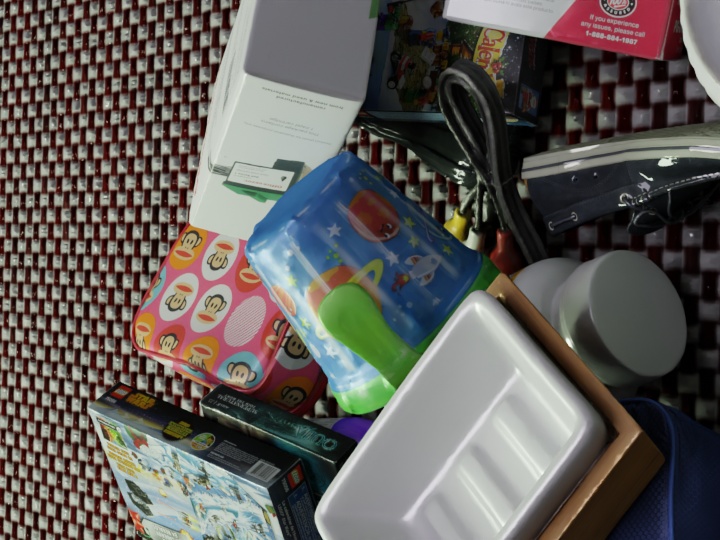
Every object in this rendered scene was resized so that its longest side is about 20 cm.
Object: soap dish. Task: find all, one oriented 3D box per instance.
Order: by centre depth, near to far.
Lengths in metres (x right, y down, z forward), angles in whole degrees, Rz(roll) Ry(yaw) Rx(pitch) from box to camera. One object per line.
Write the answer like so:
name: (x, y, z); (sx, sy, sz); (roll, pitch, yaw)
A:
soap dish: (0.074, 0.126, 1.042); (0.200, 0.081, 0.157); (-55, 41, 15)

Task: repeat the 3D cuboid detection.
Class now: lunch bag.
lunch bag: (0.155, 0.165, 1.101); (0.200, 0.132, 0.136); (-13, 63, 46)
lunch bag: (-0.082, 0.014, 1.431); (0.200, 0.082, 0.176); (19, 80, 51)

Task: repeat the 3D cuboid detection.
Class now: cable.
cable: (0.085, -0.044, 1.205); (0.097, 0.050, 0.200); (38, 154, 35)

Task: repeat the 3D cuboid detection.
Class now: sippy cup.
sippy cup: (0.000, 0.000, 1.152); (0.130, 0.140, 0.178); (48, 158, -12)

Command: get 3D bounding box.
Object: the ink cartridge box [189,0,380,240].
ink cartridge box: (-0.052, -0.127, 1.227); (0.200, 0.084, 0.146); (118, 163, -59)

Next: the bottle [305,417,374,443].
bottle: (-0.003, 0.149, 1.346); (0.200, 0.084, 0.065); (-9, 46, 52)

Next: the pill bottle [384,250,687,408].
pill bottle: (0.113, 0.057, 1.176); (0.200, 0.113, 0.113); (-29, 66, 48)

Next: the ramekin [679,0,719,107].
ramekin: (0.267, -0.146, 0.954); (0.200, 0.105, 0.200); (-12, 72, 38)

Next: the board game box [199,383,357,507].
board game box: (-0.043, 0.185, 1.338); (0.135, 0.028, 0.200); (19, 136, 36)

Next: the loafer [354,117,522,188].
loafer: (0.045, -0.122, 1.310); (0.200, 0.068, 0.070); (33, 107, 42)

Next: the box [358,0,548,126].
box: (0.068, -0.202, 1.242); (0.136, 0.038, 0.200); (4, 83, 32)

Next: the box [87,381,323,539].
box: (-0.109, 0.171, 1.336); (0.200, 0.040, 0.137); (19, 136, 40)

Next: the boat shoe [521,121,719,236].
boat shoe: (0.187, -0.056, 1.116); (0.200, 0.075, 0.062); (-7, 96, 44)

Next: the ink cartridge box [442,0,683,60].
ink cartridge box: (0.146, -0.242, 1.120); (0.145, 0.083, 0.200); (14, 101, 19)
